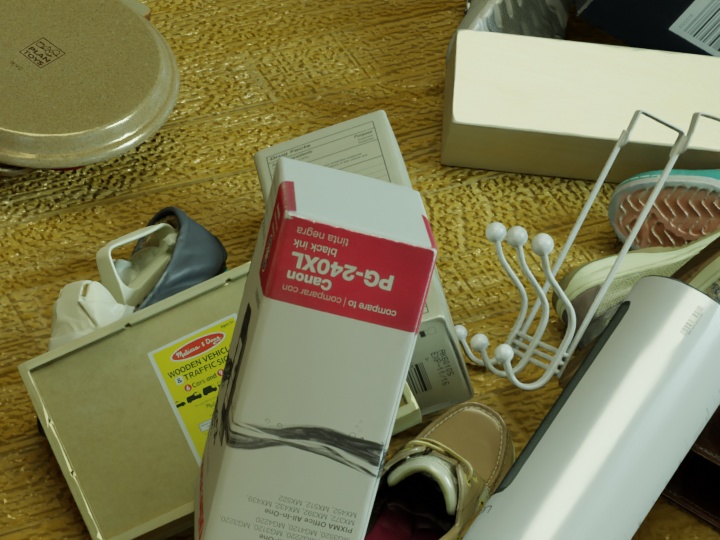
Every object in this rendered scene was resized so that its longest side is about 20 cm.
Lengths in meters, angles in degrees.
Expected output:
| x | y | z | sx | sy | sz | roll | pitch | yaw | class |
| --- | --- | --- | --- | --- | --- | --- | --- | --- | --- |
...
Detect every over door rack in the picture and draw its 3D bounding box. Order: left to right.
| x | y | z | sx | sy | sz | roll | pitch | yaw | class |
| --- | --- | --- | --- | --- | --- | --- | --- | --- | --- |
| 0.131 | -0.025 | 1.471 | 0.067 | 0.200 | 0.148 | 39 | -2 | -9 | over door rack |

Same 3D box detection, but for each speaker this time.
| x | y | z | sx | sy | sz | roll | pitch | yaw | class |
| --- | --- | --- | --- | --- | --- | --- | --- | --- | --- |
| 0.139 | 0.103 | 1.385 | 0.081 | 0.081 | 0.200 | 28 | 69 | 21 | speaker |

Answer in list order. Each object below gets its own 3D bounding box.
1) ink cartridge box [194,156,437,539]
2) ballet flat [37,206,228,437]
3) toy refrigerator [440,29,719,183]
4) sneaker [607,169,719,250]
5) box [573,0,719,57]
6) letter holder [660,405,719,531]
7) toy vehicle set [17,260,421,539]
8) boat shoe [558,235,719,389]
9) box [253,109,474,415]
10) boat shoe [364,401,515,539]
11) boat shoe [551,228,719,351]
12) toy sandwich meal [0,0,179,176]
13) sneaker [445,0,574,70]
| x | y | z | sx | sy | sz | roll | pitch | yaw | class |
| --- | --- | --- | --- | --- | --- | --- | --- | --- | --- |
| -0.027 | 0.057 | 1.272 | 0.083 | 0.200 | 0.145 | 14 | 12 | -7 | ink cartridge box |
| -0.149 | 0.024 | 1.482 | 0.073 | 0.073 | 0.200 | 22 | 41 | 15 | ballet flat |
| 0.159 | -0.108 | 1.682 | 0.200 | 0.070 | 0.076 | 6 | 65 | -4 | toy refrigerator |
| 0.265 | -0.038 | 1.640 | 0.200 | 0.071 | 0.080 | 7 | 26 | 1 | sneaker |
| 0.257 | -0.233 | 1.762 | 0.197 | 0.117 | 0.200 | 27 | 36 | -22 | box |
| 0.270 | 0.068 | 1.488 | 0.142 | 0.101 | 0.200 | 29 | 45 | 25 | letter holder |
| -0.081 | 0.071 | 1.394 | 0.200 | 0.027 | 0.124 | -24 | 70 | -5 | toy vehicle set |
| 0.215 | 0.026 | 1.491 | 0.063 | 0.200 | 0.073 | 51 | 6 | -1 | boat shoe |
| 0.000 | 0.000 | 1.514 | 0.095 | 0.078 | 0.200 | -18 | 43 | 5 | box |
| 0.039 | 0.135 | 1.394 | 0.074 | 0.066 | 0.200 | 21 | 42 | 14 | boat shoe |
| 0.226 | 0.016 | 1.560 | 0.201 | 0.072 | 0.066 | -13 | 57 | -6 | boat shoe |
| -0.217 | -0.126 | 1.653 | 0.205 | 0.070 | 0.205 | 5 | 46 | -6 | toy sandwich meal |
| 0.108 | -0.191 | 1.797 | 0.082 | 0.075 | 0.200 | -5 | 34 | 38 | sneaker |
